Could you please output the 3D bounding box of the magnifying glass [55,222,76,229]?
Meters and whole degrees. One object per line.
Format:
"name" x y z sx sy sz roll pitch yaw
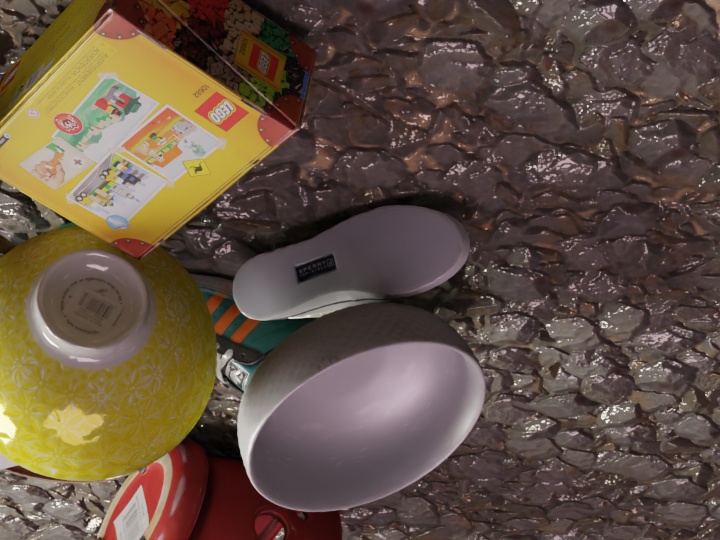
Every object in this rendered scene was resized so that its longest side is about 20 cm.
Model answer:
"magnifying glass" -0.185 -0.033 1.331 0.079 0.022 0.200 25 140 -26

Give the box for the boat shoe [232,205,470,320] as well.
"boat shoe" 0.000 0.000 1.326 0.199 0.071 0.070 -18 167 23

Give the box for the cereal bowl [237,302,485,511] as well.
"cereal bowl" -0.007 0.096 1.326 0.199 0.083 0.201 -17 141 -14

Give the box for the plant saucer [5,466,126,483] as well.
"plant saucer" -0.289 0.137 1.576 0.199 0.037 0.201 3 146 2

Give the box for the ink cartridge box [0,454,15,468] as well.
"ink cartridge box" -0.290 0.098 1.382 0.199 0.068 0.115 -14 133 7

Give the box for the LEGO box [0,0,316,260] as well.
"LEGO box" -0.151 -0.111 1.149 0.149 0.077 0.200 32 136 -25

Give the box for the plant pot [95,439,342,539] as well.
"plant pot" -0.142 0.269 1.612 0.182 0.201 0.200 33 137 -23

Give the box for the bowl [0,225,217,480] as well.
"bowl" -0.199 0.043 1.240 0.199 0.201 0.108 10 153 -7

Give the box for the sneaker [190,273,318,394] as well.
"sneaker" -0.109 0.058 1.397 0.199 0.080 0.072 7 146 -2

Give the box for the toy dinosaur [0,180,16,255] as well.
"toy dinosaur" -0.311 -0.043 1.232 0.085 0.136 0.200 -2 145 10
